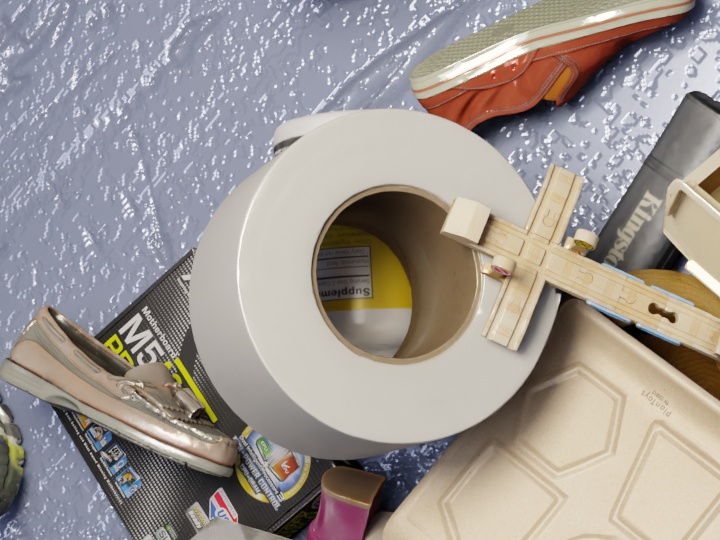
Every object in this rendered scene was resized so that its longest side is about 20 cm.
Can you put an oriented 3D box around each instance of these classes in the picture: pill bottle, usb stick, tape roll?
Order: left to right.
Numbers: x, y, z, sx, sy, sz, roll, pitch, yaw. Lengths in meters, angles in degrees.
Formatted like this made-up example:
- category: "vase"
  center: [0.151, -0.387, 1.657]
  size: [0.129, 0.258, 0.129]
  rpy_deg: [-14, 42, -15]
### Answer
- category: "pill bottle"
  center: [0.000, 0.000, 1.678]
  size: [0.111, 0.111, 0.201]
  rpy_deg: [-6, 83, 26]
- category: "tape roll"
  center: [0.004, 0.012, 1.546]
  size: [0.202, 0.139, 0.204]
  rpy_deg: [2, 81, -17]
- category: "usb stick"
  center: [0.184, -0.023, 1.632]
  size: [0.055, 0.033, 0.201]
  rpy_deg: [36, 101, 24]

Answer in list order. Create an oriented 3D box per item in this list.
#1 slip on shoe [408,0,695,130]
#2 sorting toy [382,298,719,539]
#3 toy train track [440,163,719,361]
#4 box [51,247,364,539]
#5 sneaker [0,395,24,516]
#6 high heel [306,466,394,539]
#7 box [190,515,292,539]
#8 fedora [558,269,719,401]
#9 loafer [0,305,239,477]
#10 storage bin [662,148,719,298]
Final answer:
- category: "slip on shoe"
  center: [0.131, -0.143, 1.661]
  size: [0.199, 0.074, 0.061]
  rpy_deg: [-22, 110, 17]
- category: "sorting toy"
  center: [0.135, 0.143, 1.521]
  size: [0.185, 0.036, 0.200]
  rpy_deg: [37, 89, 31]
- category: "toy train track"
  center: [0.144, 0.006, 1.488]
  size: [0.199, 0.033, 0.115]
  rpy_deg: [24, 76, -7]
- category: "box"
  center: [-0.113, 0.111, 1.758]
  size: [0.160, 0.044, 0.200]
  rpy_deg: [-41, 69, 18]
- category: "sneaker"
  center: [-0.313, 0.106, 1.852]
  size: [0.085, 0.074, 0.201]
  rpy_deg: [-37, 61, 24]
- category: "high heel"
  center: [0.056, 0.203, 1.669]
  size: [0.199, 0.067, 0.096]
  rpy_deg: [16, 129, 12]
- category: "box"
  center: [-0.073, 0.240, 1.598]
  size: [0.158, 0.200, 0.049]
  rpy_deg: [16, 119, 23]
- category: "fedora"
  center: [0.188, 0.097, 1.585]
  size: [0.200, 0.082, 0.202]
  rpy_deg: [-1, 88, 32]
- category: "loafer"
  center: [-0.163, 0.081, 1.727]
  size: [0.199, 0.072, 0.063]
  rpy_deg: [21, 86, 30]
- category: "storage bin"
  center: [0.314, -0.039, 1.485]
  size: [0.200, 0.094, 0.198]
  rpy_deg: [-40, 65, -17]
